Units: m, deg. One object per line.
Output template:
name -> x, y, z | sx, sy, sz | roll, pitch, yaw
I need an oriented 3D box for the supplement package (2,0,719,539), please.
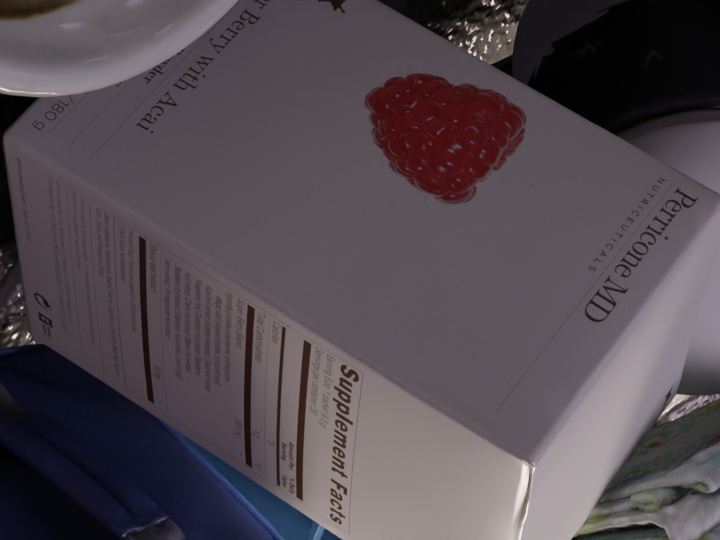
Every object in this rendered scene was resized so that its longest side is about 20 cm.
supplement package -> 0.000, 0.000, 0.785 | 0.121, 0.199, 0.120 | -50, 161, -29

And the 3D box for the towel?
towel -> 0.127, 0.078, 0.898 | 0.199, 0.048, 0.171 | -24, 178, -41

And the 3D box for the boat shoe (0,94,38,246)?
boat shoe -> -0.129, -0.075, 0.756 | 0.071, 0.072, 0.201 | -37, 143, -31

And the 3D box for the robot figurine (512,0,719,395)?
robot figurine -> 0.122, -0.047, 0.897 | 0.124, 0.201, 0.151 | -9, 135, 7

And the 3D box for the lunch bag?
lunch bag -> -0.110, 0.120, 0.826 | 0.135, 0.200, 0.133 | -18, 131, -37

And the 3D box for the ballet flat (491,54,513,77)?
ballet flat -> 0.074, -0.066, 1.001 | 0.200, 0.071, 0.071 | -33, 140, -31

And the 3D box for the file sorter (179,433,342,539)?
file sorter -> 0.009, 0.050, 0.967 | 0.199, 0.138, 0.123 | 12, 106, -53

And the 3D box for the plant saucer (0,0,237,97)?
plant saucer -> -0.082, -0.150, 0.658 | 0.200, 0.050, 0.201 | -29, 131, -39
